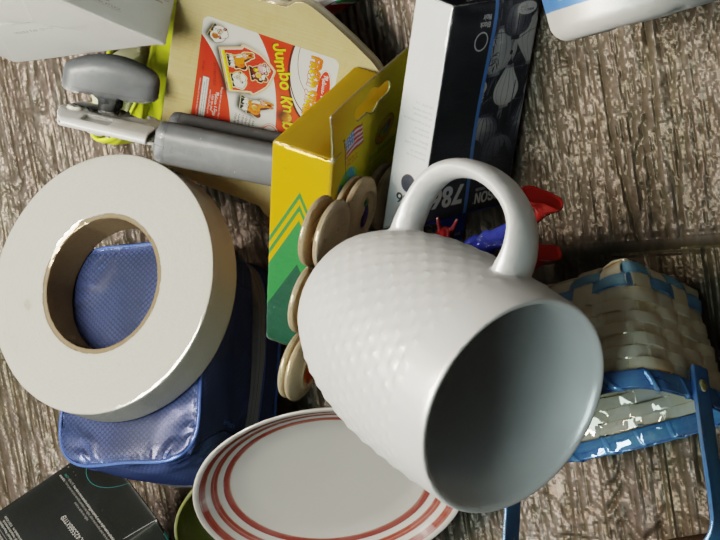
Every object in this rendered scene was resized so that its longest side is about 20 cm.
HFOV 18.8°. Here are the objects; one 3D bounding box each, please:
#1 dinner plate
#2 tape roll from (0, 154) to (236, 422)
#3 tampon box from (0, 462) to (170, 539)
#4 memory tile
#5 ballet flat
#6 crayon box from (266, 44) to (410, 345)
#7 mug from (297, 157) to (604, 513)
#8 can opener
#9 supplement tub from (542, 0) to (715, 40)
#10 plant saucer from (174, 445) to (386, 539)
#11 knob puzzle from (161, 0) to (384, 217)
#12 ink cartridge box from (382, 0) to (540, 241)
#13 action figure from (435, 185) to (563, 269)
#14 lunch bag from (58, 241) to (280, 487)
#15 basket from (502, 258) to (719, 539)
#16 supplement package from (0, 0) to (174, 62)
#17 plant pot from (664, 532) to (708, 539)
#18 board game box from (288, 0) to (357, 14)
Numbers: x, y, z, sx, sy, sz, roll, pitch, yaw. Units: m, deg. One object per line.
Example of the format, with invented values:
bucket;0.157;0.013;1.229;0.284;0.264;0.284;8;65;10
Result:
dinner plate;-0.023;0.156;1.587;0.200;0.200;0.024;-47;34;36
tape roll;-0.186;0.013;1.631;0.202;0.037;0.204;-8;74;28
tampon box;-0.193;0.272;1.729;0.150;0.126;0.200;38;158;57
memory tile;0.000;0.000;1.541;0.017;0.200;0.154;18;112;21
ballet flat;-0.174;-0.174;1.678;0.067;0.067;0.200;49;141;29
crayon box;-0.014;-0.056;1.553;0.051;0.127;0.201;19;126;21
mug;0.052;0.027;1.391;0.175;0.147;0.201;33;112;46
can opener;-0.130;-0.113;1.614;0.199;0.053;0.067;12;112;10
supplement tub;0.160;-0.257;1.390;0.132;0.132;0.201;-12;95;38
plant saucer;-0.042;0.184;1.657;0.200;0.200;0.031;-44;35;36
knob puzzle;-0.048;-0.123;1.627;0.219;0.030;0.220;12;128;16
ink cartridge box;0.069;-0.099;1.522;0.039;0.099;0.201;26;118;36
action figure;0.069;0.003;1.511;0.200;0.052;0.066;139;136;-55
lunch bag;-0.141;0.068;1.691;0.135;0.132;0.201;-2;75;28
basket;0.167;0.104;1.466;0.176;0.139;0.201;-15;62;39
supplement package;-0.237;-0.277;1.614;0.191;0.147;0.201;0;75;45
plant pot;0.229;0.255;1.469;0.200;0.187;0.188;3;105;52
board game box;-0.052;-0.260;1.607;0.200;0.040;0.153;-22;89;39
